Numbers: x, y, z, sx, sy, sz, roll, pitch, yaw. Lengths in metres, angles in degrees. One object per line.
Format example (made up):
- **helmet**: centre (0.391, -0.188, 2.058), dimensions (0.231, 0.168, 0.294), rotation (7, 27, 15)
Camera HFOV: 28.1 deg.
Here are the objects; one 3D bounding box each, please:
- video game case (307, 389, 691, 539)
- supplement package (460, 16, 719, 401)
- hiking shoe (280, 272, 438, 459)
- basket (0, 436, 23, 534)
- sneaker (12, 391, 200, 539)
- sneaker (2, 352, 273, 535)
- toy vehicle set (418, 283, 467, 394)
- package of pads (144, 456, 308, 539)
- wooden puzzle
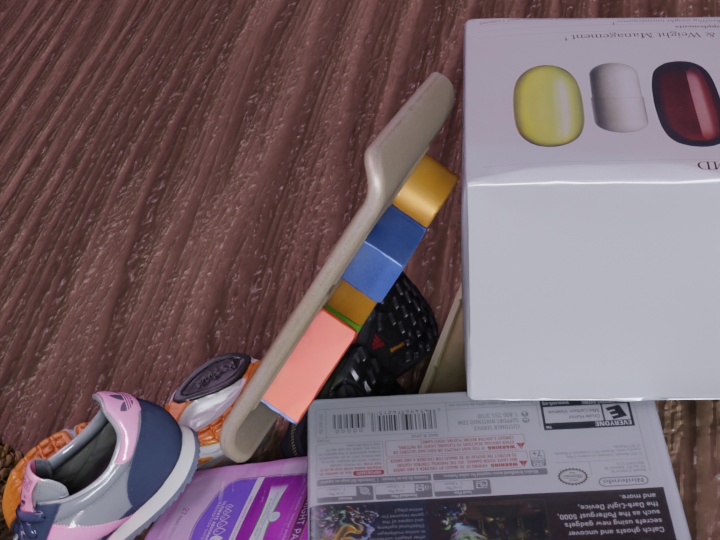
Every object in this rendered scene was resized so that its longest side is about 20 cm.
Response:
- **video game case**: centre (0.071, 0.135, 0.762), dimensions (0.199, 0.023, 0.182), rotation (-3, 40, 0)
- **supplement package**: centre (0.154, -0.043, 0.845), dimensions (0.190, 0.148, 0.200), rotation (-1, 35, 4)
- **hiking shoe**: centre (-0.012, 0.064, 0.974), dimensions (0.100, 0.076, 0.200), rotation (-31, 16, 27)
- **basket**: centre (-0.332, 0.162, 0.979), dimensions (0.143, 0.149, 0.200), rotation (-50, 2, 4)
- **sneaker**: centre (-0.189, 0.155, 0.866), dimensions (0.200, 0.082, 0.070), rotation (-51, 39, -4)
- **sneaker**: centre (-0.142, 0.136, 0.976), dimensions (0.199, 0.092, 0.076), rotation (-24, 62, -10)
- **toy vehicle set**: centre (0.111, 0.042, 0.942), dimensions (0.124, 0.027, 0.200), rotation (-10, 37, 33)
- **package of pads**: centre (-0.042, 0.171, 0.850), dimensions (0.199, 0.076, 0.121), rotation (-12, 35, 30)
- **wooden puzzle**: centre (0.000, 0.000, 0.822), dimensions (0.201, 0.046, 0.185), rotation (-62, -3, 26)
